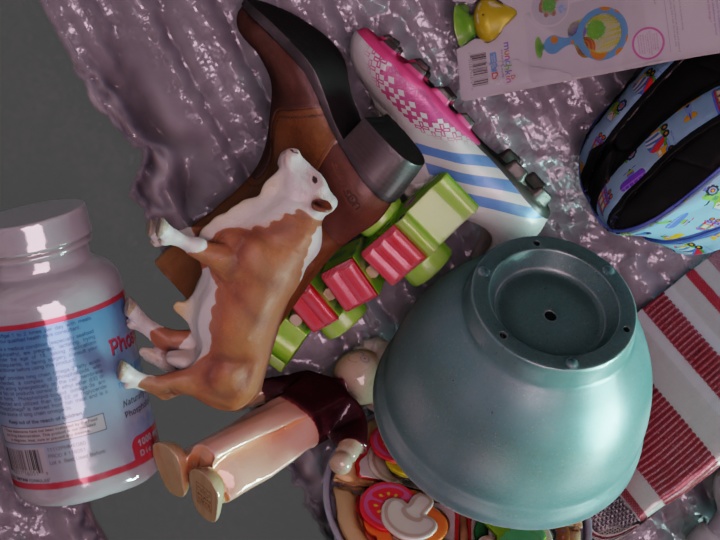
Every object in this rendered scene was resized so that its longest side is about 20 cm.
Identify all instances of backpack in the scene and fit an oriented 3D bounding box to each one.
[{"bbox_3d":[0.260,-0.091,1.708,0.200,0.183,0.134,-42,121,15],"label":"backpack"}]

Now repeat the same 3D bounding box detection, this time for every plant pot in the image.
[{"bbox_3d":[0.120,0.061,1.678,0.200,0.201,0.134,7,140,-10],"label":"plant pot"}]

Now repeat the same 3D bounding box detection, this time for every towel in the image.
[{"bbox_3d":[0.247,0.078,1.761,0.200,0.144,0.023,-37,141,0],"label":"towel"}]

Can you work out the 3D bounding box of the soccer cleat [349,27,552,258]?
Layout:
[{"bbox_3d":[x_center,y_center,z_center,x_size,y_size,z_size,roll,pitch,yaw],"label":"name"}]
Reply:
[{"bbox_3d":[0.050,-0.084,1.727,0.086,0.070,0.200,-44,102,8],"label":"soccer cleat"}]

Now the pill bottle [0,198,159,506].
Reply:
[{"bbox_3d":[-0.212,0.056,1.692,0.108,0.109,0.201,-13,103,-6],"label":"pill bottle"}]

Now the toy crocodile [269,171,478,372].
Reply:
[{"bbox_3d":[0.000,0.000,1.722,0.200,0.062,0.068,-35,106,23],"label":"toy crocodile"}]

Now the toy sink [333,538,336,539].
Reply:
[{"bbox_3d":[0.035,0.255,1.767,0.199,0.112,0.131,2,100,-14],"label":"toy sink"}]

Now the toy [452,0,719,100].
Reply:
[{"bbox_3d":[0.165,-0.188,1.706,0.199,0.047,0.116,-9,77,16],"label":"toy"}]

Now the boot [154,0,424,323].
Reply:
[{"bbox_3d":[-0.074,-0.069,1.713,0.188,0.068,0.200,48,112,10],"label":"boot"}]

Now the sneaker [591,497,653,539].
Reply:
[{"bbox_3d":[0.232,0.126,1.793,0.200,0.075,0.081,-45,104,2],"label":"sneaker"}]

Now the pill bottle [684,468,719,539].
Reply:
[{"bbox_3d":[0.336,0.157,1.795,0.112,0.112,0.200,40,92,-14],"label":"pill bottle"}]

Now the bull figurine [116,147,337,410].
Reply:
[{"bbox_3d":[-0.092,0.008,1.643,0.121,0.065,0.200,10,113,-15],"label":"bull figurine"}]

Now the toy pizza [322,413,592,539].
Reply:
[{"bbox_3d":[0.072,0.165,1.723,0.200,0.201,0.032,7,135,-10],"label":"toy pizza"}]

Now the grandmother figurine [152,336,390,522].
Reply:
[{"bbox_3d":[-0.044,0.107,1.717,0.200,0.121,0.061,-31,146,-33],"label":"grandmother figurine"}]
